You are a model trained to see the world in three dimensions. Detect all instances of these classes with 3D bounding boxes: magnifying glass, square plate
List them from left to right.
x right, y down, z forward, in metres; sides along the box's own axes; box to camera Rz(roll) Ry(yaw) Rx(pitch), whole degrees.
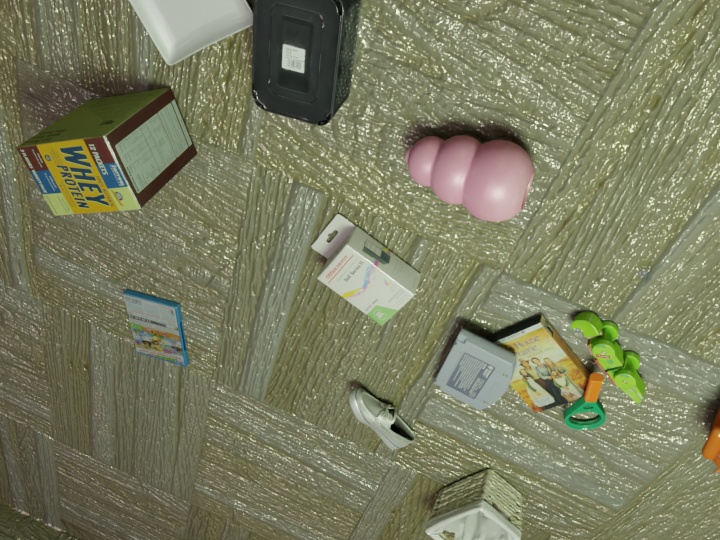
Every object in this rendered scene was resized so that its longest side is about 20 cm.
[{"bbox_3d":[-0.282,-0.449,1.003,0.196,0.029,0.201,-13,120,29],"label":"square plate"},{"bbox_3d":[0.439,0.255,1.236,0.079,0.023,0.201,-1,142,9],"label":"magnifying glass"}]

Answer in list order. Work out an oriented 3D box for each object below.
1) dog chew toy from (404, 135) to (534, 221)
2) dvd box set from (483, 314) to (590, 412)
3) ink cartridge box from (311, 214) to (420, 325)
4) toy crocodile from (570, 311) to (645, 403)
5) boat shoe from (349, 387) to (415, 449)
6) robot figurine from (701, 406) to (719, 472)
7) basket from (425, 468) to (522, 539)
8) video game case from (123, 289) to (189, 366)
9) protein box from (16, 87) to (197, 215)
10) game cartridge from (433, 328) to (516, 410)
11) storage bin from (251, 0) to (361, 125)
[{"bbox_3d":[0.165,-0.154,1.000,0.198,0.125,0.125,20,132,17],"label":"dog chew toy"},{"bbox_3d":[0.344,0.185,1.244,0.146,0.030,0.200,-29,112,36],"label":"dvd box set"},{"bbox_3d":[0.000,0.000,1.213,0.199,0.068,0.117,36,131,-8],"label":"ink cartridge box"},{"bbox_3d":[0.451,0.157,1.156,0.061,0.068,0.200,-26,111,41],"label":"toy crocodile"},{"bbox_3d":[0.052,0.332,1.451,0.065,0.072,0.201,-24,115,30],"label":"boat shoe"},{"bbox_3d":[0.687,0.288,1.131,0.116,0.144,0.202,23,135,33],"label":"robot figurine"},{"bbox_3d":[0.271,0.573,1.515,0.135,0.124,0.200,40,129,-11],"label":"basket"},{"bbox_3d":[-0.493,0.142,1.556,0.142,0.018,0.201,13,130,11],"label":"video game case"},{"bbox_3d":[-0.439,-0.211,1.137,0.196,0.201,0.136,-1,126,22],"label":"protein box"},{"bbox_3d":[0.229,0.202,1.272,0.132,0.041,0.201,30,143,11],"label":"game cartridge"},{"bbox_3d":[-0.083,-0.339,0.967,0.134,0.094,0.201,17,130,8],"label":"storage bin"}]
